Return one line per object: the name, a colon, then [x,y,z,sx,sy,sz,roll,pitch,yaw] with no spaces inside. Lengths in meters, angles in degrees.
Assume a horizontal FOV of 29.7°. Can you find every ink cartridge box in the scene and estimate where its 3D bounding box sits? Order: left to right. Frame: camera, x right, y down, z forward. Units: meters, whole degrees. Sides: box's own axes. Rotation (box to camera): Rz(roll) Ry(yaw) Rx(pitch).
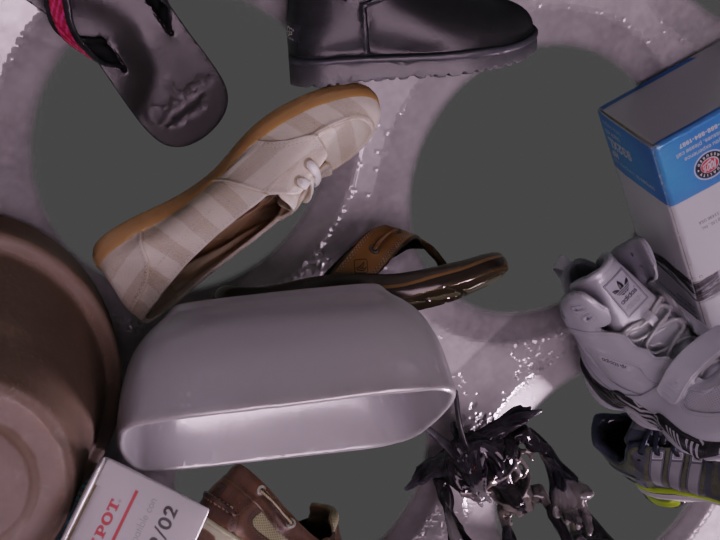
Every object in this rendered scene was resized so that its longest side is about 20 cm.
ink cartridge box: [-0.142,0.173,0.763,0.067,0.200,0.116,26,76,-5]
ink cartridge box: [0.266,-0.047,0.932,0.144,0.084,0.202,-29,120,-7]

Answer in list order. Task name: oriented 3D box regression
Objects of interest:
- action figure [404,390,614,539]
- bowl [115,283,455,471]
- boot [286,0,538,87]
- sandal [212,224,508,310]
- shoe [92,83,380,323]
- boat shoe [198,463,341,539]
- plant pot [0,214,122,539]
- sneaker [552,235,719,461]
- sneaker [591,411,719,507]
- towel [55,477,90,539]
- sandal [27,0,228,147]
action figure: [0.113,0.174,0.971,0.118,0.103,0.200,-35,123,12]
bowl: [-0.051,0.066,0.824,0.197,0.200,0.076,-7,74,-9]
boot: [0.028,-0.216,0.784,0.162,0.066,0.203,-10,112,-18]
sandal: [0.000,0.000,0.874,0.197,0.082,0.056,-6,81,-6]
shoe: [-0.067,-0.040,0.818,0.199,0.054,0.070,-33,157,3]
boat shoe: [-0.033,0.201,0.947,0.202,0.074,0.075,42,74,-38]
plant pot: [-0.222,0.081,0.747,0.197,0.175,0.204,-5,106,-16]
sneaker: [0.199,0.049,0.892,0.075,0.199,0.116,-39,115,-16]
sneaker: [0.231,0.123,0.950,0.080,0.200,0.075,27,67,-16]
towel: [-0.191,0.210,0.920,0.199,0.022,0.147,36,99,-30]
sandal: [-0.139,-0.148,0.759,0.075,0.045,0.200,-39,121,1]
